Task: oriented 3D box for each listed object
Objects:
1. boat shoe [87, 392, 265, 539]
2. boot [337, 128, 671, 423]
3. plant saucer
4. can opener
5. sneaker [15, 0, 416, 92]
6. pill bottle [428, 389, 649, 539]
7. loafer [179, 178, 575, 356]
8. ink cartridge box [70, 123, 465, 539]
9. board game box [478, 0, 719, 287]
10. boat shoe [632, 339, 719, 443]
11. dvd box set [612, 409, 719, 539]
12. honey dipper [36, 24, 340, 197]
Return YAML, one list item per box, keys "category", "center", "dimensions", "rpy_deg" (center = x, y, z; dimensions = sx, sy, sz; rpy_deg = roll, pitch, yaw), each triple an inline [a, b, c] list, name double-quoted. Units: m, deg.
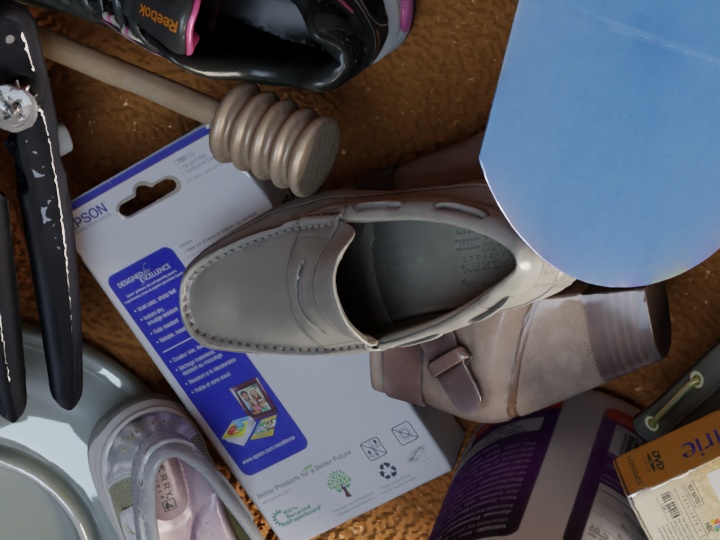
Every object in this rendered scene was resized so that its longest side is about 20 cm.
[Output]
- category: "boat shoe"
  center: [-0.068, 0.153, 1.382]
  dimensions: [0.074, 0.065, 0.203]
  rpy_deg: [-25, 116, -12]
- category: "boot"
  center: [0.053, -0.031, 1.264]
  dimensions: [0.145, 0.070, 0.202]
  rpy_deg: [-3, 99, 25]
- category: "plant saucer"
  center: [-0.172, 0.122, 1.422]
  dimensions: [0.199, 0.050, 0.201]
  rpy_deg: [7, 118, 13]
- category: "can opener"
  center: [-0.153, -0.027, 1.300]
  dimensions: [0.063, 0.079, 0.201]
  rpy_deg: [-14, 111, -5]
- category: "sneaker"
  center: [-0.080, -0.125, 1.246]
  dimensions: [0.198, 0.086, 0.081]
  rpy_deg: [10, 118, 11]
- category: "pill bottle"
  center: [0.077, 0.145, 1.277]
  dimensions: [0.111, 0.200, 0.112]
  rpy_deg: [7, 118, 12]
- category: "loafer"
  center: [0.000, 0.000, 1.229]
  dimensions: [0.199, 0.070, 0.070]
  rpy_deg: [-15, 96, 33]
- category: "ink cartridge box"
  center: [-0.046, 0.025, 1.343]
  dimensions: [0.099, 0.039, 0.201]
  rpy_deg: [-26, 109, 25]
- category: "board game box"
  center: [0.107, -0.095, 1.179]
  dimensions: [0.039, 0.157, 0.201]
  rpy_deg: [16, 92, 49]
- category: "boat shoe"
  center: [0.190, 0.012, 1.251]
  dimensions: [0.060, 0.072, 0.202]
  rpy_deg: [36, 114, 7]
- category: "dvd box set"
  center: [0.222, 0.090, 1.248]
  dimensions: [0.199, 0.029, 0.147]
  rpy_deg: [-26, 131, 7]
- category: "honey dipper"
  center: [-0.101, -0.085, 1.278]
  dimensions: [0.199, 0.038, 0.038]
  rpy_deg: [24, 122, 22]
